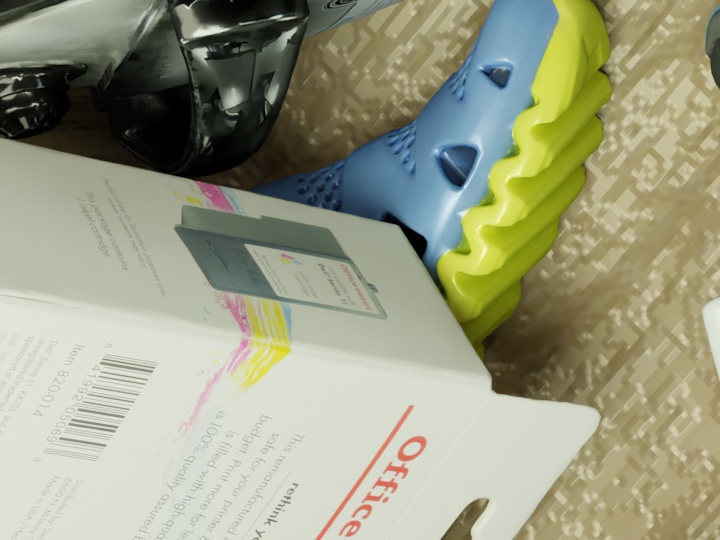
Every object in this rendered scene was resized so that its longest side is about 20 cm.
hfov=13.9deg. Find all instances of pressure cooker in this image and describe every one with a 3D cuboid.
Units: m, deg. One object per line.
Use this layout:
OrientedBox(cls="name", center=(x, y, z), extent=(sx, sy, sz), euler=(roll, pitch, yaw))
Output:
OrientedBox(cls="pressure cooker", center=(-0.061, -0.124, 0.796), extent=(0.179, 0.176, 0.200), euler=(-16, 84, 29))

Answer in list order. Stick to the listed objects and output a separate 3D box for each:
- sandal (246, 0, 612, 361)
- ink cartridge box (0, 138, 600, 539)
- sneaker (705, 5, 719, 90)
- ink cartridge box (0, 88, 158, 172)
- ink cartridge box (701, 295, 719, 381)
OrientedBox(cls="sandal", center=(0.000, 0.000, 0.829), extent=(0.087, 0.079, 0.200), euler=(33, 106, 12))
OrientedBox(cls="ink cartridge box", center=(-0.050, 0.040, 0.750), extent=(0.117, 0.200, 0.067), euler=(-55, 44, 26))
OrientedBox(cls="sneaker", center=(0.169, -0.008, 0.753), extent=(0.200, 0.073, 0.082), euler=(29, 105, 20))
OrientedBox(cls="ink cartridge box", center=(-0.169, -0.033, 0.841), extent=(0.165, 0.200, 0.075), euler=(27, 106, 22))
OrientedBox(cls="ink cartridge box", center=(0.178, 0.083, 0.676), extent=(0.145, 0.083, 0.200), euler=(-16, 87, 16))
